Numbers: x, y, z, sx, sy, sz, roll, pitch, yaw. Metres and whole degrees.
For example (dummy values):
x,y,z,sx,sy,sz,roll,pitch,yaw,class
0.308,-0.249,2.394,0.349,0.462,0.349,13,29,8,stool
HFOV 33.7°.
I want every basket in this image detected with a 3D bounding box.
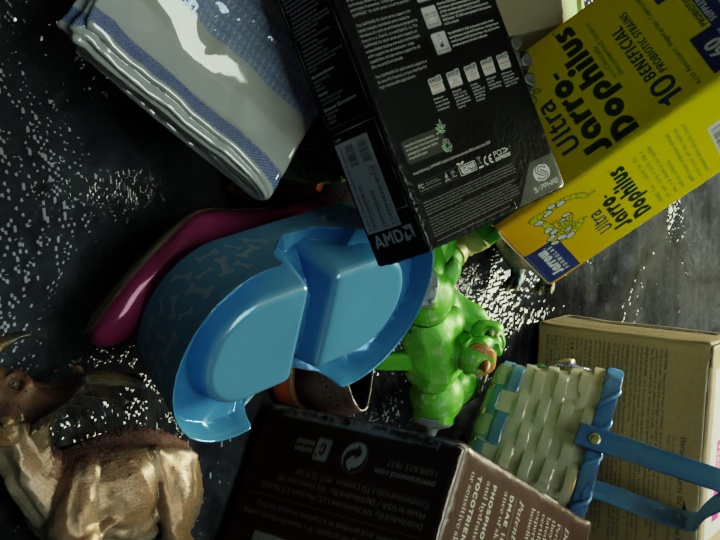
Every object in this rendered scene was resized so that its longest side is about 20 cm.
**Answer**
x,y,z,sx,sy,sz,roll,pitch,yaw,class
0.184,0.152,0.929,0.177,0.198,0.140,87,27,-69,basket

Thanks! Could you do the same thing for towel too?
x,y,z,sx,sy,sz,roll,pitch,yaw,class
-0.060,-0.156,0.654,0.147,0.024,0.201,41,63,-28,towel

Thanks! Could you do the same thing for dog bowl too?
x,y,z,sx,sy,sz,roll,pitch,yaw,class
-0.042,0.022,0.679,0.199,0.049,0.112,-21,135,-43,dog bowl

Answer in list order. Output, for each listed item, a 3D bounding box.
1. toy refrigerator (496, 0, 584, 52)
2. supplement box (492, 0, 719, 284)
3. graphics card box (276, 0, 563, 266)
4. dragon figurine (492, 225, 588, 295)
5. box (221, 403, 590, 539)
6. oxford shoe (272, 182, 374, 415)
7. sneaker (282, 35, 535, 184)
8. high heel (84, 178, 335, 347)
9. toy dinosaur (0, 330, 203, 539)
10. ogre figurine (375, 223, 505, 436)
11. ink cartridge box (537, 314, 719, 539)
x,y,z,sx,sy,sz,roll,pitch,yaw,class
0.129,-0.240,0.885,0.076,0.069,0.202,44,42,-56,toy refrigerator
0.170,-0.102,0.814,0.109,0.199,0.109,35,24,-55,supplement box
0.030,-0.117,0.669,0.125,0.051,0.202,-26,95,-40,graphics card box
0.152,-0.046,1.005,0.200,0.058,0.100,-35,122,-43,dragon figurine
0.026,0.206,0.793,0.200,0.165,0.166,36,67,-49,box
0.000,0.000,0.805,0.071,0.072,0.202,18,81,-52,oxford shoe
0.009,-0.095,0.748,0.198,0.085,0.079,-12,88,-22,sneaker
-0.071,0.006,0.695,0.096,0.067,0.200,49,48,-5,high heel
-0.132,0.113,0.649,0.199,0.085,0.137,24,70,-57,toy dinosaur
0.060,0.035,0.870,0.120,0.097,0.201,-64,171,-49,ogre figurine
0.240,0.149,1.061,0.075,0.163,0.203,-6,101,-56,ink cartridge box
